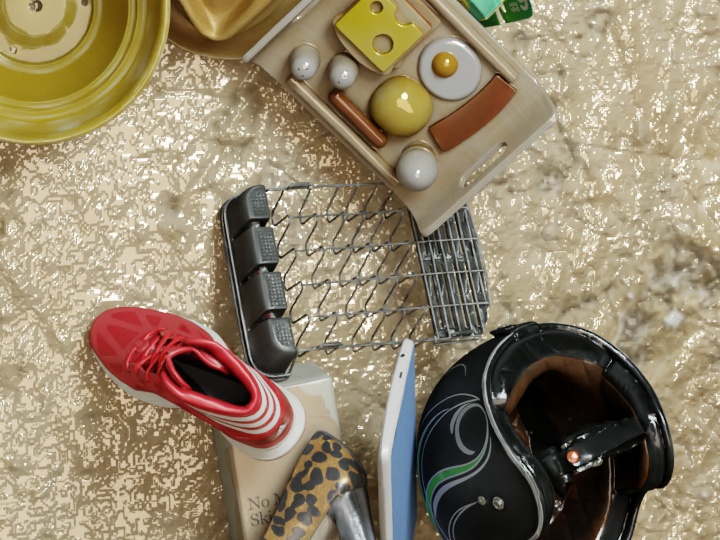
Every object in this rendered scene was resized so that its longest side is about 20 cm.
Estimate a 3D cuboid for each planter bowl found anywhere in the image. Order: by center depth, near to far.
[{"bbox_3d":[-0.242,-0.196,1.588,0.199,0.083,0.201,-1,98,-7],"label":"planter bowl"}]

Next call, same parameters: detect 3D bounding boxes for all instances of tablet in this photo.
[{"bbox_3d":[0.028,0.166,1.648,0.014,0.130,0.201,5,131,8],"label":"tablet"}]

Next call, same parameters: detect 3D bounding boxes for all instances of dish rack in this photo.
[{"bbox_3d":[0.000,0.000,1.673,0.199,0.055,0.154,-4,72,-21],"label":"dish rack"}]

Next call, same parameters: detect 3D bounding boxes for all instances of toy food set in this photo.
[{"bbox_3d":[0.030,-0.139,1.611,0.143,0.060,0.200,-42,106,18],"label":"toy food set"}]

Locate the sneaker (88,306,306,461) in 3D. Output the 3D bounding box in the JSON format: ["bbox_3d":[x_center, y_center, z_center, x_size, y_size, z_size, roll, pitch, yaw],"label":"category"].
[{"bbox_3d":[-0.136,0.061,1.588,0.199,0.116,0.079,23,73,27],"label":"sneaker"}]

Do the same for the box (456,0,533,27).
[{"bbox_3d":[0.041,-0.255,1.648,0.200,0.117,0.048,44,77,-15],"label":"box"}]

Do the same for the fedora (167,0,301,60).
[{"bbox_3d":[-0.100,-0.239,1.593,0.200,0.082,0.201,1,119,2],"label":"fedora"}]

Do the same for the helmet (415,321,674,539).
[{"bbox_3d":[0.136,0.152,1.680,0.199,0.191,0.201,8,56,-13],"label":"helmet"}]

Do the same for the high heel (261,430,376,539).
[{"bbox_3d":[-0.081,0.211,1.629,0.199,0.071,0.143,-18,71,12],"label":"high heel"}]

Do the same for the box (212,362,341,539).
[{"bbox_3d":[-0.058,0.181,1.686,0.095,0.078,0.201,-12,99,-12],"label":"box"}]
